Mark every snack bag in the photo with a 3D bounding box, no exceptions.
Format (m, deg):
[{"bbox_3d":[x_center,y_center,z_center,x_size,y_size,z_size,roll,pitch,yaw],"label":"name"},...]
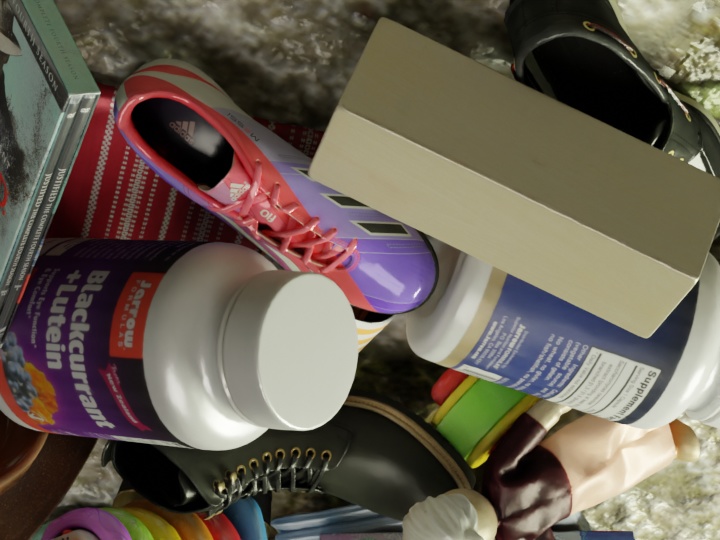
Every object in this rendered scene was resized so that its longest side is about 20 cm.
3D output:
[{"bbox_3d":[0.064,0.182,1.412,0.200,0.021,0.189,-10,153,16],"label":"snack bag"}]

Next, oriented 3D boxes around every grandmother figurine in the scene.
[{"bbox_3d":[0.111,0.126,1.275,0.061,0.200,0.122,10,118,57],"label":"grandmother figurine"}]

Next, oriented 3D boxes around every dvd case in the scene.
[{"bbox_3d":[-0.196,-0.075,1.131,0.022,0.146,0.200,-7,144,-34],"label":"dvd case"}]

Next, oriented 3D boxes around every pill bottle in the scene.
[{"bbox_3d":[-0.103,0.039,1.171,0.200,0.112,0.111,2,141,38],"label":"pill bottle"},{"bbox_3d":[0.136,0.024,1.217,0.200,0.111,0.111,18,134,-14],"label":"pill bottle"}]

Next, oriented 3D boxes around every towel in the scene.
[{"bbox_3d":[-0.080,-0.037,1.239,0.200,0.023,0.145,11,133,-9],"label":"towel"}]

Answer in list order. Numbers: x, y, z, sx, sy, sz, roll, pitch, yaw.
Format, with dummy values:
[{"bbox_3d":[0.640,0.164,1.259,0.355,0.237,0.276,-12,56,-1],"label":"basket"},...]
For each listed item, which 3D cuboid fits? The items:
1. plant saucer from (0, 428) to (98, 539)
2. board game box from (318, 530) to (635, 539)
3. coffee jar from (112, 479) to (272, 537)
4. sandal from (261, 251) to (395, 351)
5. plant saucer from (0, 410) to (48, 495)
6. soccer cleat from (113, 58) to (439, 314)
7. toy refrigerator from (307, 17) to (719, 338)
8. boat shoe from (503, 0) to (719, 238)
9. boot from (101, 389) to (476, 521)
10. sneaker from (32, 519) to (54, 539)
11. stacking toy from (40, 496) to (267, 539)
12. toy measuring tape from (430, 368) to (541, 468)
[{"bbox_3d":[-0.235,0.134,1.307,0.200,0.201,0.037,-33,112,33],"label":"plant saucer"},{"bbox_3d":[0.069,0.221,1.418,0.199,0.043,0.200,-1,155,-4],"label":"board game box"},{"bbox_3d":[-0.120,0.214,1.377,0.104,0.200,0.085,16,158,-10],"label":"coffee jar"},{"bbox_3d":[-0.007,-0.003,1.213,0.079,0.059,0.207,21,130,-16],"label":"sandal"},{"bbox_3d":[-0.273,0.060,1.227,0.200,0.200,0.032,21,129,-16],"label":"plant saucer"},{"bbox_3d":[-0.047,-0.037,1.146,0.200,0.073,0.068,37,105,-3],"label":"soccer cleat"},{"bbox_3d":[0.081,-0.049,1.114,0.200,0.070,0.076,25,151,-1],"label":"toy refrigerator"},{"bbox_3d":[0.140,-0.076,1.151,0.074,0.063,0.201,-23,131,24],"label":"boat shoe"},{"bbox_3d":[-0.044,0.122,1.269,0.200,0.138,0.078,24,123,10],"label":"boot"},{"bbox_3d":[-0.137,0.245,1.445,0.200,0.140,0.078,13,136,-8],"label":"sneaker"},{"bbox_3d":[-0.145,0.174,1.230,0.116,0.110,0.200,-18,161,27],"label":"stacking toy"},{"bbox_3d":[0.061,0.107,1.333,0.073,0.074,0.200,21,134,-15],"label":"toy measuring tape"}]
